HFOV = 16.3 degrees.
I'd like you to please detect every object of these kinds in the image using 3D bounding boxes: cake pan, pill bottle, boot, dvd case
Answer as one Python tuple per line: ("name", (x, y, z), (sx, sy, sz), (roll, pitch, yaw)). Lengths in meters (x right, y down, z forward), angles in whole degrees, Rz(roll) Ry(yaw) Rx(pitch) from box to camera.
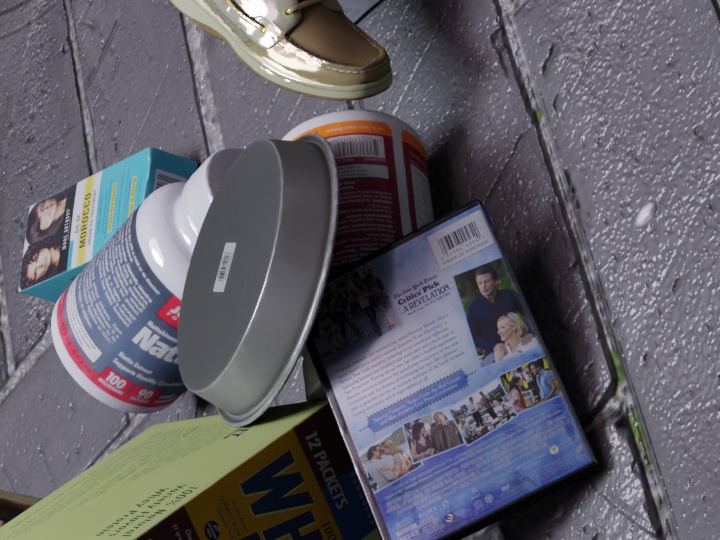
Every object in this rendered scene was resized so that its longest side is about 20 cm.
("cake pan", (-0.072, 0.002, 1.658), (0.200, 0.037, 0.201), (-164, 90, -70))
("pill bottle", (-0.132, 0.005, 1.878), (0.200, 0.119, 0.120), (-46, 41, 36))
("boot", (-0.050, -0.219, 1.724), (0.200, 0.072, 0.155), (35, 130, 30))
("dvd case", (0.049, 0.070, 1.584), (0.142, 0.018, 0.201), (-27, 63, 10))
("pill bottle", (0.000, 0.000, 1.707), (0.109, 0.109, 0.201), (-38, 46, 41))

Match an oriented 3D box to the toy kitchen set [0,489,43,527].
("toy kitchen set", (-0.264, 0.265, 1.925), (0.200, 0.163, 0.181), (-20, 59, 51))

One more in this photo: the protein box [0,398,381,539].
("protein box", (-0.116, 0.195, 1.649), (0.199, 0.198, 0.135), (-12, 106, 47))

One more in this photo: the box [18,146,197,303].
("box", (-0.211, -0.035, 2.092), (0.200, 0.049, 0.083), (-21, 58, 50))

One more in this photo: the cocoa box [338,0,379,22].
("cocoa box", (-0.038, -0.305, 1.885), (0.133, 0.131, 0.201), (-35, 48, 43))
